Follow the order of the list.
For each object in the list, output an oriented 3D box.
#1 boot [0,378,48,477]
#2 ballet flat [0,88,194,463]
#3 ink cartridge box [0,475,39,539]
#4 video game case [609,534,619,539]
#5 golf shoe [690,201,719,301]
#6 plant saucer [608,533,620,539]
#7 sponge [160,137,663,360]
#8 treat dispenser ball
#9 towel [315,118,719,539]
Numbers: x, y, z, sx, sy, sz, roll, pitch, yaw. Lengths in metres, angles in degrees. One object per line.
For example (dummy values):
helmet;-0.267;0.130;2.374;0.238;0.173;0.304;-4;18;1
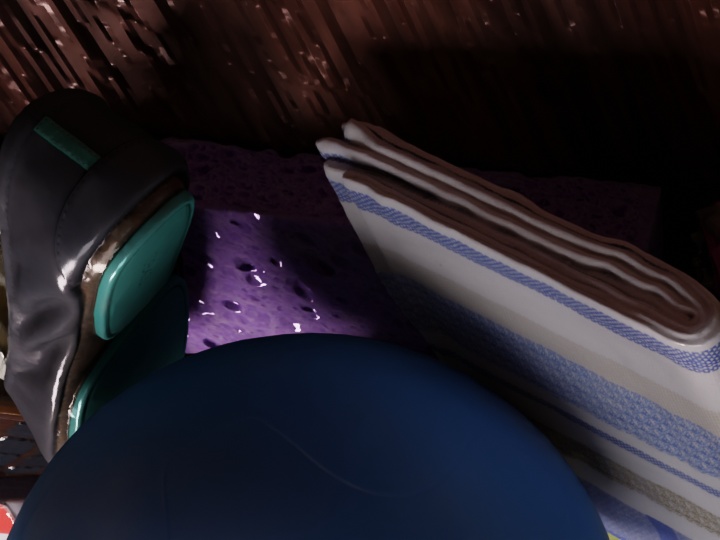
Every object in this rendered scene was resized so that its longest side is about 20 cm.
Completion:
boot;-0.141;0.019;1.024;0.199;0.097;0.075;0;160;-31
ballet flat;-0.090;0.002;0.914;0.073;0.073;0.200;12;155;-1
ink cartridge box;-0.176;0.101;1.116;0.160;0.050;0.200;3;180;33
video game case;0.003;0.115;1.070;0.181;0.023;0.200;26;131;-36
golf shoe;0.152;0.031;0.913;0.092;0.073;0.200;-14;159;-1
plant saucer;0.122;0.170;1.033;0.199;0.031;0.201;12;116;27
sponge;0.000;0.000;0.964;0.199;0.030;0.112;7;153;11
treat dispenser ball;-0.016;0.120;0.897;0.200;0.202;0.201;9;154;4
towel;0.073;0.037;0.885;0.147;0.024;0.200;27;161;34
